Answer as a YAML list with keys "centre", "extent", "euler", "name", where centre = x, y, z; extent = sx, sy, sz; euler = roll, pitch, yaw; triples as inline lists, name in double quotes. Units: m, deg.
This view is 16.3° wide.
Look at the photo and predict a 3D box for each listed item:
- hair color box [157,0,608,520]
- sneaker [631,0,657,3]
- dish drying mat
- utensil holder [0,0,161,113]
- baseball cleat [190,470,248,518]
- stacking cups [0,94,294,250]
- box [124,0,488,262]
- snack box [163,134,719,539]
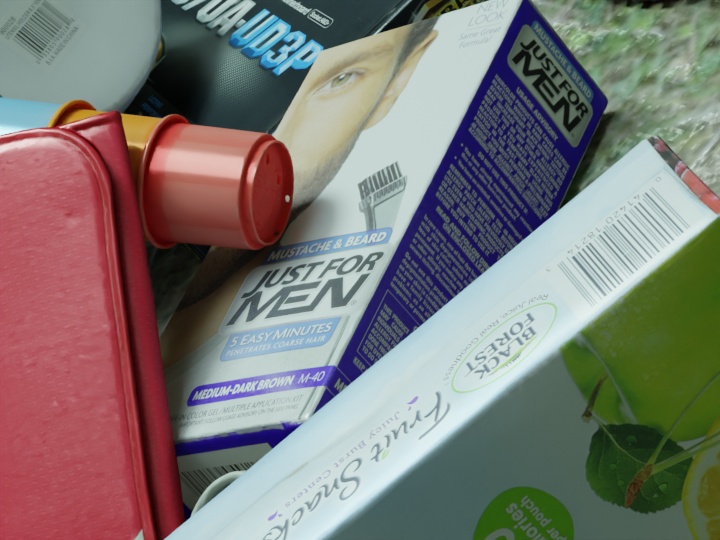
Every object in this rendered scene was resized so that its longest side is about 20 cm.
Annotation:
- centre: [0.000, 0.000, 0.890]
  extent: [0.109, 0.065, 0.201]
  euler: [-12, 39, 43]
  name: "hair color box"
- centre: [0.082, -0.164, 1.013]
  extent: [0.082, 0.078, 0.199]
  euler: [-46, 38, -16]
  name: "sneaker"
- centre: [-0.101, 0.050, 0.836]
  extent: [0.076, 0.018, 0.202]
  euler: [-13, 76, 15]
  name: "dish drying mat"
- centre: [-0.198, -0.078, 1.061]
  extent: [0.200, 0.169, 0.171]
  euler: [-42, 20, 46]
  name: "utensil holder"
- centre: [0.018, 0.072, 0.724]
  extent: [0.200, 0.107, 0.070]
  euler: [-51, 26, -21]
  name: "baseball cleat"
- centre: [-0.122, -0.033, 0.896]
  extent: [0.199, 0.061, 0.061]
  euler: [10, 52, 23]
  name: "stacking cups"
- centre: [-0.040, -0.087, 1.070]
  extent: [0.159, 0.046, 0.200]
  euler: [-44, 28, -3]
  name: "box"
- centre: [0.042, 0.084, 0.642]
  extent: [0.200, 0.142, 0.053]
  euler: [-39, 30, 3]
  name: "snack box"
